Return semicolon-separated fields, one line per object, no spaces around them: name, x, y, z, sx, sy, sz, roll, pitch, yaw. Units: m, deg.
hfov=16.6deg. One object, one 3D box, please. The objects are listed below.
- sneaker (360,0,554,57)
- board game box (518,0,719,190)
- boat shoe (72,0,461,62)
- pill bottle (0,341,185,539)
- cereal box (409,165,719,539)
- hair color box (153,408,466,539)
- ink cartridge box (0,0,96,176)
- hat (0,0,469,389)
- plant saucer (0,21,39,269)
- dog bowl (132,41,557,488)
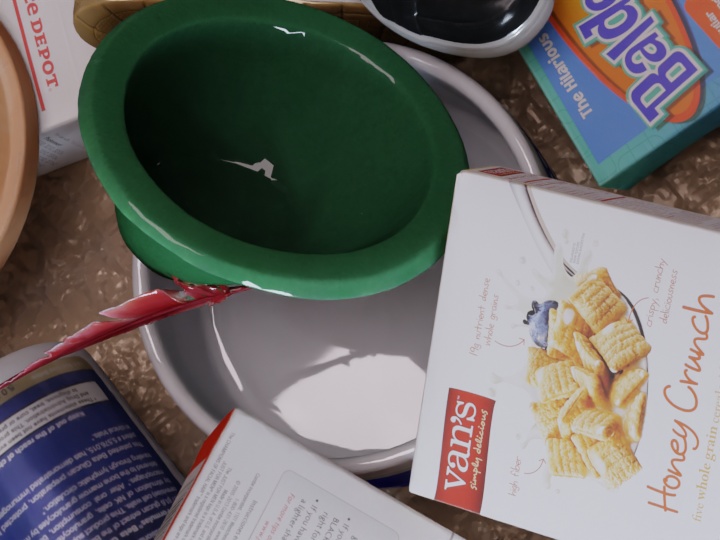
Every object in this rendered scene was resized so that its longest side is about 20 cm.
sneaker;-0.010;-0.169;1.067;0.200;0.112;0.073;42;97;30
board game box;0.153;-0.152;1.079;0.200;0.045;0.152;-35;77;21
boat shoe;-0.034;-0.138;1.154;0.199;0.071;0.070;4;66;-13
pill bottle;-0.116;0.140;1.133;0.111;0.111;0.200;-42;71;6
cereal box;0.121;0.047;1.004;0.199;0.039;0.144;14;103;27
hair color box;0.001;0.160;1.061;0.200;0.064;0.111;30;65;-4
ink cartridge box;-0.187;-0.103;1.224;0.199;0.068;0.115;-19;76;13
hat;-0.072;-0.009;1.109;0.199;0.176;0.166;11;50;-14
plant saucer;-0.251;-0.057;1.184;0.200;0.032;0.201;-3;81;17
dog bowl;0.000;0.000;1.141;0.199;0.079;0.201;-3;78;17
